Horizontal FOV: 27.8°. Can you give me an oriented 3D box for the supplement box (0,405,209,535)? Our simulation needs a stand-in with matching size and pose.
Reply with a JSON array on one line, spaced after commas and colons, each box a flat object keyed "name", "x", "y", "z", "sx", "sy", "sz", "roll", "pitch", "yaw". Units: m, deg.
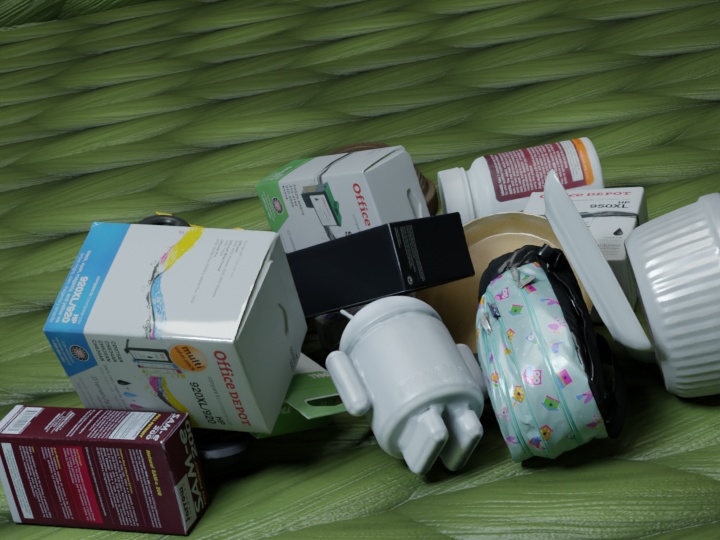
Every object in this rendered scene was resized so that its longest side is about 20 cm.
[{"name": "supplement box", "x": -0.258, "y": 0.195, "z": 1.435, "sx": 0.200, "sy": 0.109, "sz": 0.061, "roll": 1, "pitch": 27, "yaw": 22}]

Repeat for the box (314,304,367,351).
[{"name": "box", "x": 0.038, "y": 0.039, "z": 1.728, "sx": 0.200, "sy": 0.042, "sz": 0.039, "roll": -26, "pitch": 28, "yaw": -28}]

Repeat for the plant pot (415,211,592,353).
[{"name": "plant pot", "x": 0.159, "y": 0.030, "z": 1.598, "sx": 0.200, "sy": 0.027, "sz": 0.200, "roll": -7, "pitch": 64, "yaw": 15}]

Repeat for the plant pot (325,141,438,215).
[{"name": "plant pot", "x": 0.002, "y": -0.117, "z": 2.013, "sx": 0.200, "sy": 0.093, "sz": 0.201, "roll": -10, "pitch": 25, "yaw": 5}]

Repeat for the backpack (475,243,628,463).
[{"name": "backpack", "x": 0.182, "y": 0.093, "z": 1.428, "sx": 0.126, "sy": 0.167, "sz": 0.200, "roll": -25, "pitch": 39, "yaw": 13}]

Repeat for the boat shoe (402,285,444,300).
[{"name": "boat shoe", "x": 0.082, "y": 0.034, "z": 1.680, "sx": 0.201, "sy": 0.072, "sz": 0.061, "roll": -27, "pitch": 28, "yaw": -28}]

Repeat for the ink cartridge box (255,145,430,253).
[{"name": "ink cartridge box", "x": -0.017, "y": -0.066, "z": 1.800, "sx": 0.200, "sy": 0.146, "sz": 0.084, "roll": -4, "pitch": 22, "yaw": 46}]

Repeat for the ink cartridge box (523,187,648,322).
[{"name": "ink cartridge box", "x": 0.256, "y": -0.020, "z": 1.711, "sx": 0.144, "sy": 0.084, "sz": 0.200, "roll": -1, "pitch": 26, "yaw": 19}]

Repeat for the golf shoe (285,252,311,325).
[{"name": "golf shoe", "x": -0.102, "y": 0.043, "z": 1.692, "sx": 0.078, "sy": 0.094, "sz": 0.200, "roll": -50, "pitch": 5, "yaw": 27}]

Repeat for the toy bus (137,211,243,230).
[{"name": "toy bus", "x": -0.187, "y": 0.030, "z": 1.761, "sx": 0.191, "sy": 0.136, "sz": 0.200, "roll": 7, "pitch": 28, "yaw": 1}]

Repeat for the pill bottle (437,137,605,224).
[{"name": "pill bottle", "x": 0.205, "y": -0.098, "z": 1.863, "sx": 0.199, "sy": 0.114, "sz": 0.114, "roll": -10, "pitch": 25, "yaw": 0}]

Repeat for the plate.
[{"name": "plate", "x": 0.238, "y": 0.006, "z": 1.471, "sx": 0.032, "sy": 0.200, "sz": 0.200, "roll": -29, "pitch": -12, "yaw": 7}]

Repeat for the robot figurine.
[{"name": "robot figurine", "x": 0.049, "y": 0.106, "z": 1.447, "sx": 0.169, "sy": 0.113, "sz": 0.200, "roll": 0, "pitch": 45, "yaw": -33}]

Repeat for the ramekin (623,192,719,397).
[{"name": "ramekin", "x": 0.334, "y": 0.032, "z": 1.447, "sx": 0.105, "sy": 0.200, "sz": 0.200, "roll": -17, "pitch": 24, "yaw": 9}]

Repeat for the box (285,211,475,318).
[{"name": "box", "x": 0.000, "y": 0.000, "z": 1.577, "sx": 0.200, "sy": 0.079, "sz": 0.141, "roll": -16, "pitch": -5, "yaw": 36}]

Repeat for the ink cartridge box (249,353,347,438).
[{"name": "ink cartridge box", "x": -0.092, "y": 0.123, "z": 1.518, "sx": 0.200, "sy": 0.059, "sz": 0.104, "roll": 32, "pitch": 23, "yaw": 36}]

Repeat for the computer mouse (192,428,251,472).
[{"name": "computer mouse", "x": -0.150, "y": 0.165, "z": 1.543, "sx": 0.140, "sy": 0.046, "sz": 0.200, "roll": -13, "pitch": 22, "yaw": -30}]

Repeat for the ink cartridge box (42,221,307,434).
[{"name": "ink cartridge box", "x": -0.174, "y": 0.056, "z": 1.424, "sx": 0.200, "sy": 0.147, "sz": 0.145, "roll": 3, "pitch": 48, "yaw": 18}]

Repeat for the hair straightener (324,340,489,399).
[{"name": "hair straightener", "x": 0.048, "y": 0.094, "z": 1.561, "sx": 0.200, "sy": 0.077, "sz": 0.041, "roll": 4, "pitch": 30, "yaw": 29}]
